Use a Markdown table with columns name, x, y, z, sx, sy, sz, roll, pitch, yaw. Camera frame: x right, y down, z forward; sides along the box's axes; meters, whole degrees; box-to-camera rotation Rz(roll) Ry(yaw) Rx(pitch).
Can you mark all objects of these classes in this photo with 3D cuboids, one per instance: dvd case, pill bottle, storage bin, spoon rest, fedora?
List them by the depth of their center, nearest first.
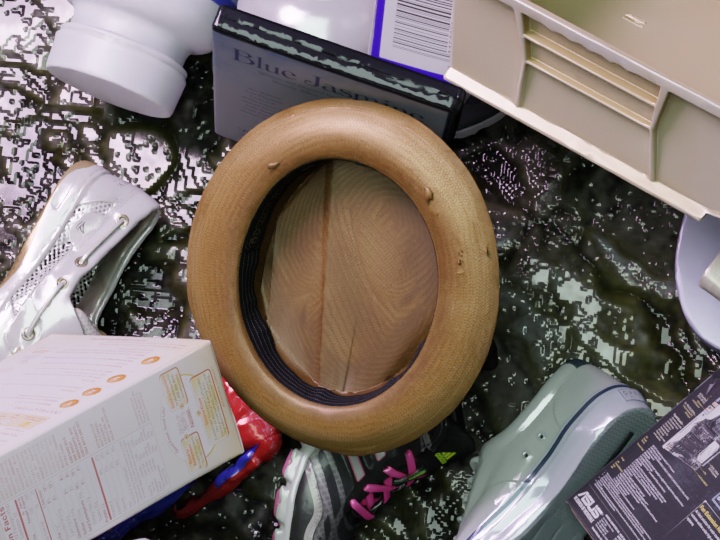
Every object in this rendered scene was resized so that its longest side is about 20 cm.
| name | x | y | z | sx | sy | sz | roll | pitch | yaw |
| --- | --- | --- | --- | --- | --- | --- | --- | --- | --- |
| storage bin | 0.178 | -0.148 | 1.528 | 0.199 | 0.094 | 0.200 | 30 | 56 | 21 |
| fedora | 0.000 | 0.000 | 1.600 | 0.201 | 0.082 | 0.201 | 4 | 101 | 22 |
| dvd case | -0.016 | -0.090 | 1.629 | 0.143 | 0.200 | 0.018 | 20 | 76 | 3 |
| spoon rest | -0.003 | -0.184 | 1.696 | 0.099 | 0.061 | 0.200 | 16 | 47 | 14 |
| pill bottle | -0.117 | -0.199 | 1.727 | 0.112 | 0.112 | 0.200 | 19 | 82 | 14 |

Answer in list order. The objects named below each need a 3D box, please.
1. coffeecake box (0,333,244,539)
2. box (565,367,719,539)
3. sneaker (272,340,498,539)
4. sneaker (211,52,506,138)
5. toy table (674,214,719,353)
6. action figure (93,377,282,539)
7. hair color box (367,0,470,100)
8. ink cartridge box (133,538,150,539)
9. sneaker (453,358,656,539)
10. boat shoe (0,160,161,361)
| name | x | y | z | sx | sy | sz | roll | pitch | yaw |
| --- | --- | --- | --- | --- | --- | --- | --- | --- | --- |
| coffeecake box | -0.192 | 0.106 | 1.575 | 0.153 | 0.200 | 0.073 | 1 | 112 | 48 |
| box | 0.218 | 0.138 | 1.540 | 0.158 | 0.050 | 0.200 | -41 | 34 | 4 |
| sneaker | 0.018 | 0.103 | 1.659 | 0.087 | 0.074 | 0.200 | 22 | 78 | 20 |
| sneaker | 0.005 | -0.117 | 1.701 | 0.200 | 0.085 | 0.075 | -5 | 79 | 11 |
| toy table | 0.257 | -0.046 | 1.625 | 0.184 | 0.117 | 0.200 | 24 | 83 | 14 |
| action figure | -0.115 | 0.116 | 1.696 | 0.200 | 0.052 | 0.065 | -31 | 80 | -2 |
| hair color box | 0.067 | -0.190 | 1.638 | 0.065 | 0.200 | 0.109 | 17 | 126 | 14 |
| ink cartridge box | -0.155 | 0.213 | 1.604 | 0.147 | 0.200 | 0.083 | -16 | 77 | 7 |
| sneaker | 0.089 | 0.139 | 1.651 | 0.200 | 0.073 | 0.071 | -49 | 45 | 3 |
| boat shoe | -0.183 | 0.033 | 1.713 | 0.069 | 0.071 | 0.200 | 24 | 83 | 16 |
